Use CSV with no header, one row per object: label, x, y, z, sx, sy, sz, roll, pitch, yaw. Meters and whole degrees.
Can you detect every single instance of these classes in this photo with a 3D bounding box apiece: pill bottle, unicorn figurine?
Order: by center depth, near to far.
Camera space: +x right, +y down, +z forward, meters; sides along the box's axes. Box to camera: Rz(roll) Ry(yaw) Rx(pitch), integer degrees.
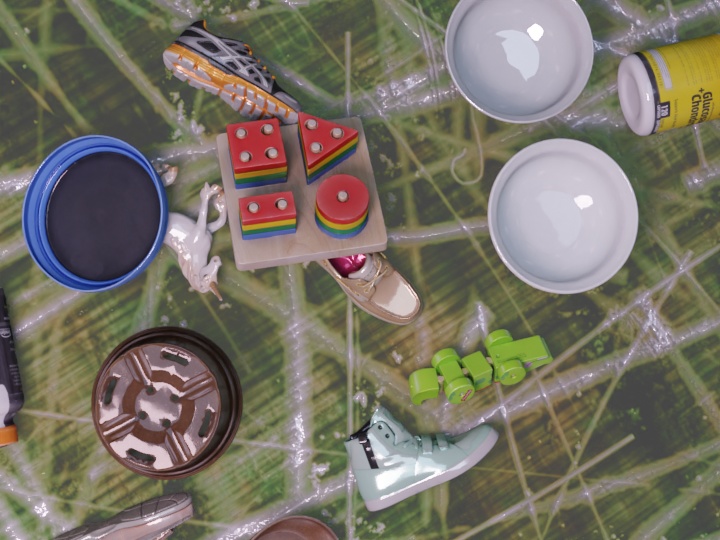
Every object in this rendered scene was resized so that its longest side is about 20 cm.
pill bottle,-0.486,0.127,1.674,0.105,0.106,0.202,-12,87,-6
unicorn figurine,-0.231,-0.056,1.735,0.198,0.074,0.139,22,85,13
pill bottle,0.456,-0.256,1.784,0.198,0.112,0.113,-14,87,-5

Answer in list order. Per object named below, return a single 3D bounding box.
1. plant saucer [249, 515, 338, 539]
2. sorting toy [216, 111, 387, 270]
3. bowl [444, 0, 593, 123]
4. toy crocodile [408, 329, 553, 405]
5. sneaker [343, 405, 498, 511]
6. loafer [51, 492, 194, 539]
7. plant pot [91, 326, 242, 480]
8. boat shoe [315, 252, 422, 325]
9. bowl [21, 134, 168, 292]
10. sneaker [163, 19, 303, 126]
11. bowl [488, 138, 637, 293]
plant saucer,-0.102,0.408,1.685,0.199,0.036,0.203,-6,100,-40
sorting toy,-0.077,-0.116,1.705,0.197,0.070,0.202,-8,61,-8
bowl,0.205,-0.289,1.775,0.199,0.090,0.204,0,87,-5
toy crocodile,0.159,0.133,1.757,0.198,0.062,0.068,-18,52,-11
sneaker,0.076,0.220,1.731,0.199,0.074,0.119,-25,95,-4
loafer,-0.301,0.344,1.700,0.198,0.072,0.063,-19,101,0
plant pot,-0.247,0.166,1.647,0.198,0.198,0.203,0,85,-4
boat shoe,0.000,0.000,1.745,0.199,0.069,0.074,38,84,-2
bowl,-0.339,-0.072,1.705,0.198,0.039,0.203,-1,85,16
sneaker,-0.159,-0.261,1.750,0.199,0.078,0.078,31,66,-8
bowl,0.259,-0.068,1.756,0.199,0.090,0.204,0,86,-6
